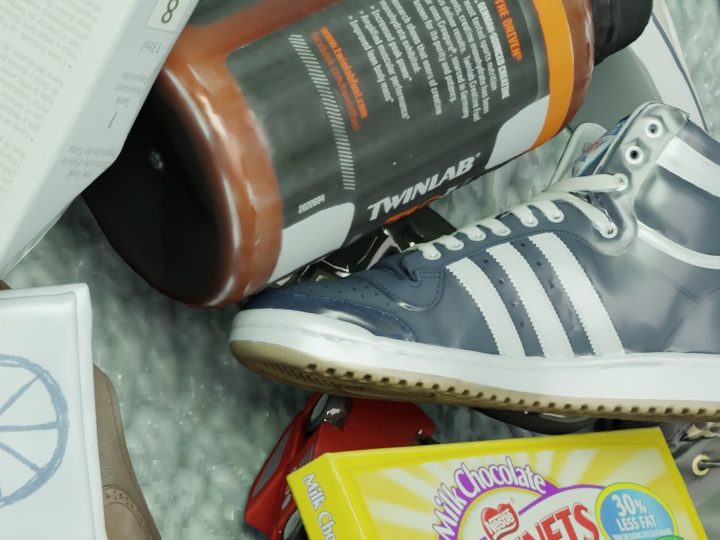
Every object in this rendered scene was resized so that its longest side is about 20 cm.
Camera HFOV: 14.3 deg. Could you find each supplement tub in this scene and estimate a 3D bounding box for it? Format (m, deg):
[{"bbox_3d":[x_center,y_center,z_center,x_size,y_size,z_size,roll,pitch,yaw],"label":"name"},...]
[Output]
[{"bbox_3d":[0.005,-0.071,0.966,0.200,0.107,0.107,-27,105,-29],"label":"supplement tub"}]

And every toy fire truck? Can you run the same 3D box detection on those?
[{"bbox_3d":[-0.035,0.140,1.001,0.049,0.141,0.200,30,32,-13],"label":"toy fire truck"}]

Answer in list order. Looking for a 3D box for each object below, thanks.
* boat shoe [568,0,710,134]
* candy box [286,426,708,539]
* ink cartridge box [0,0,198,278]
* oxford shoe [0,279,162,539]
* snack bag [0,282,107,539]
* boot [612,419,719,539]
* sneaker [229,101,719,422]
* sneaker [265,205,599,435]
[{"bbox_3d":[0.092,-0.125,1.116,0.070,0.071,0.200,-38,104,-26],"label":"boat shoe"},{"bbox_3d":[0.061,0.107,0.989,0.200,0.026,0.102,-1,62,-52],"label":"candy box"},{"bbox_3d":[-0.152,-0.057,0.872,0.200,0.162,0.050,-61,162,15],"label":"ink cartridge box"},{"bbox_3d":[-0.130,0.037,0.970,0.200,0.071,0.073,65,31,-13],"label":"oxford shoe"},{"bbox_3d":[-0.168,0.111,0.914,0.188,0.021,0.200,-7,97,-10],"label":"snack bag"},{"bbox_3d":[0.177,0.115,1.166,0.200,0.073,0.151,17,79,-30],"label":"boot"},{"bbox_3d":[0.052,-0.007,0.987,0.200,0.070,0.109,6,85,-22],"label":"sneaker"},{"bbox_3d":[0.000,0.000,1.049,0.200,0.079,0.075,36,74,-9],"label":"sneaker"}]
